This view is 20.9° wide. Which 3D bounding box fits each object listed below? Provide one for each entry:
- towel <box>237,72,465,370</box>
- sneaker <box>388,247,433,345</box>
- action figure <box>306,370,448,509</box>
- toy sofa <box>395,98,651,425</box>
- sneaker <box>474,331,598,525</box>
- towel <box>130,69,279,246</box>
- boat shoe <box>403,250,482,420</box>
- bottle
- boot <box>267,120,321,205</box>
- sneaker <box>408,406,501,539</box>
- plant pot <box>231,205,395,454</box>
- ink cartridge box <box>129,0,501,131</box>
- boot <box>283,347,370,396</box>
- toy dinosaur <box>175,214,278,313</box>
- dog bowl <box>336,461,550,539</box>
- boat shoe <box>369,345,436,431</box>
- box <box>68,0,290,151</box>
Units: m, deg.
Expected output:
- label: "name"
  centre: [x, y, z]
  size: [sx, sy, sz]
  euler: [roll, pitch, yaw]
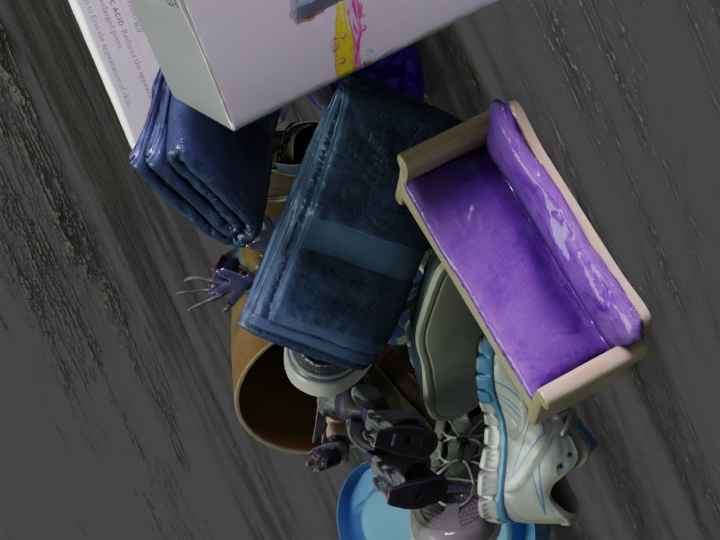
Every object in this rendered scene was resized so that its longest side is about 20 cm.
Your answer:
- label: "towel"
  centre: [-0.002, -0.032, 1.395]
  size: [0.049, 0.111, 0.201]
  euler: [-116, 47, -74]
- label: "sneaker"
  centre: [0.016, -0.019, 1.621]
  size: [0.200, 0.077, 0.076]
  euler: [55, 166, 39]
- label: "action figure"
  centre: [-0.001, 0.111, 1.549]
  size: [0.200, 0.069, 0.131]
  euler: [-140, 48, -57]
- label: "toy sofa"
  centre: [0.105, -0.008, 1.294]
  size: [0.201, 0.083, 0.098]
  euler: [60, 167, 17]
- label: "sneaker"
  centre: [0.135, 0.104, 1.453]
  size: [0.086, 0.075, 0.201]
  euler: [9, 122, 25]
- label: "towel"
  centre: [-0.107, -0.114, 1.434]
  size: [0.112, 0.048, 0.201]
  euler: [45, -149, -31]
- label: "boat shoe"
  centre: [0.065, 0.036, 1.475]
  size: [0.200, 0.075, 0.062]
  euler: [80, 163, -54]
- label: "bottle"
  centre: [-0.014, -0.160, 1.498]
  size: [0.200, 0.065, 0.084]
  euler: [-152, 43, -68]
- label: "boot"
  centre: [-0.057, -0.100, 1.597]
  size: [0.199, 0.075, 0.097]
  euler: [15, 157, 25]
- label: "sneaker"
  centre: [0.077, 0.150, 1.557]
  size: [0.200, 0.074, 0.082]
  euler: [-77, -17, -55]
- label: "plant pot"
  centre: [-0.042, 0.030, 1.774]
  size: [0.187, 0.185, 0.201]
  euler: [80, 174, -49]
- label: "ink cartridge box"
  centre: [-0.043, -0.202, 1.241]
  size: [0.145, 0.199, 0.145]
  euler: [32, 146, 65]
- label: "boot"
  centre: [0.000, 0.000, 1.487]
  size: [0.072, 0.200, 0.091]
  euler: [20, 137, 9]
- label: "toy dinosaur"
  centre: [-0.085, 0.001, 1.662]
  size: [0.199, 0.106, 0.181]
  euler: [22, -178, 7]
- label: "dog bowl"
  centre: [0.074, 0.216, 1.677]
  size: [0.199, 0.049, 0.112]
  euler: [0, 93, 34]
- label: "boat shoe"
  centre: [0.070, 0.111, 1.680]
  size: [0.072, 0.068, 0.200]
  euler: [50, -177, 24]
- label: "box"
  centre: [-0.146, -0.213, 1.626]
  size: [0.199, 0.130, 0.201]
  euler: [-81, -29, -72]
